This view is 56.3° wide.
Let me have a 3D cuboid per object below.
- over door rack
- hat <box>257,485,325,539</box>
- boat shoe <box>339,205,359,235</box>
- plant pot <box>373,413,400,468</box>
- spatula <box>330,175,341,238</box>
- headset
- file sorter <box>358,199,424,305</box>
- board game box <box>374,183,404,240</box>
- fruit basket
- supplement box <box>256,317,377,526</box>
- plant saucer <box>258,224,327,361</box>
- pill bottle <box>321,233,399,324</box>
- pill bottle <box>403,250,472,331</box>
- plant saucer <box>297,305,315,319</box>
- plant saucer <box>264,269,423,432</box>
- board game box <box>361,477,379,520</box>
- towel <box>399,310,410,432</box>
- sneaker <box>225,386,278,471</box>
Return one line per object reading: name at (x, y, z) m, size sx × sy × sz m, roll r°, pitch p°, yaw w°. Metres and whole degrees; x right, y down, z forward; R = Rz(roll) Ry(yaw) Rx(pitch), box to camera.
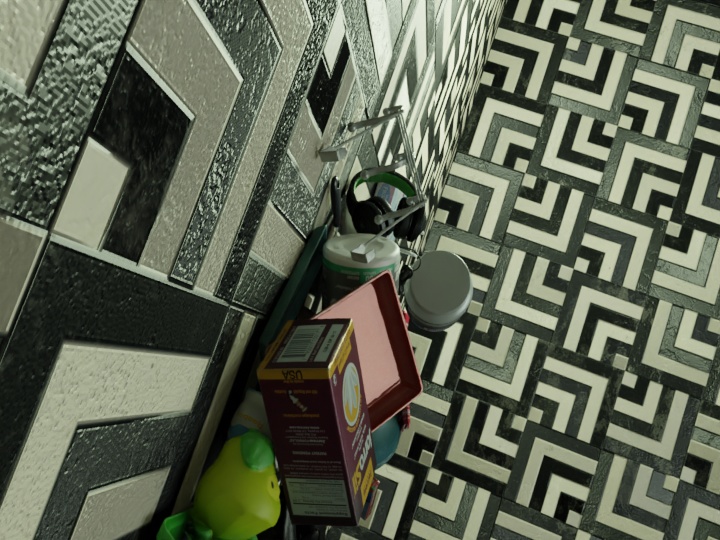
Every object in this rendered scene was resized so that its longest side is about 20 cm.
over door rack at (0.014, -0.123, 0.910) m, size 0.200 × 0.065 × 0.151 m, roll -44°, pitch 123°, yaw -48°
hat at (-0.106, 0.369, 0.981) m, size 0.200 × 0.079 × 0.207 m, roll -8°, pitch 90°, yaw -76°
boat shoe at (0.000, 0.000, 1.065) m, size 0.071 × 0.068 × 0.205 m, roll -21°, pitch 90°, yaw -49°
plant pot at (-0.017, 0.218, 1.190) m, size 0.201 × 0.195 × 0.192 m, roll -60°, pitch 160°, yaw -51°
spatula at (-0.040, -0.059, 0.997) m, size 0.203 × 0.020 × 0.057 m, roll 98°, pitch 8°, yaw -46°
headset at (0.044, -0.067, 1.036) m, size 0.095 × 0.120 × 0.204 m, roll 113°, pitch -32°, yaw -48°
file sorter at (0.030, -0.003, 1.224) m, size 0.139 × 0.121 × 0.205 m, roll 15°, pitch 93°, yaw -82°
board game box at (0.046, -0.092, 1.398) m, size 0.199 × 0.042 × 0.205 m, roll -28°, pitch 136°, yaw -77°
fruit basket at (-0.135, 0.289, 0.725) m, size 0.216 × 0.155 × 0.216 m, roll -45°, pitch 168°, yaw -12°
supplement box at (-0.044, 0.171, 0.763) m, size 0.111 × 0.083 × 0.205 m, roll -61°, pitch 144°, yaw -63°
plant saucer at (-0.088, 0.032, 0.897) m, size 0.071 × 0.019 × 0.203 m, roll 96°, pitch 15°, yaw -56°
pill bottle at (-0.001, 0.060, 0.963) m, size 0.113 × 0.110 × 0.206 m, roll -52°, pitch 146°, yaw -64°
pill bottle at (0.126, 0.034, 1.105) m, size 0.200 × 0.111 × 0.117 m, roll 73°, pitch 37°, yaw -79°
plant saucer at (-0.070, 0.151, 0.971) m, size 0.200 × 0.031 × 0.207 m, roll -3°, pitch 90°, yaw -90°
plant saucer at (-0.020, 0.127, 0.873) m, size 0.198 × 0.036 × 0.204 m, roll -32°, pitch 120°, yaw -26°
board game box at (-0.057, 0.298, 1.056) m, size 0.019 × 0.198 × 0.104 m, roll -39°, pitch 154°, yaw -36°
towel at (0.081, 0.189, 1.252) m, size 0.145 × 0.022 × 0.206 m, roll 86°, pitch 3°, yaw -72°
sneaker at (-0.131, 0.226, 0.875) m, size 0.202 × 0.075 × 0.082 m, roll 80°, pitch 33°, yaw -56°
